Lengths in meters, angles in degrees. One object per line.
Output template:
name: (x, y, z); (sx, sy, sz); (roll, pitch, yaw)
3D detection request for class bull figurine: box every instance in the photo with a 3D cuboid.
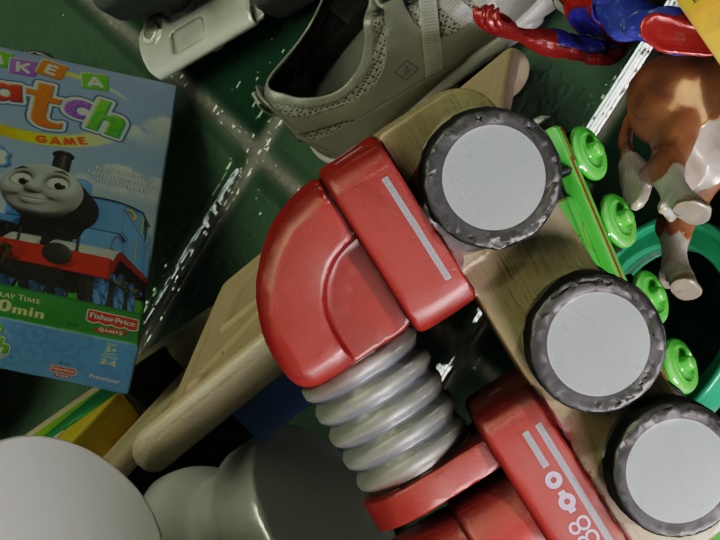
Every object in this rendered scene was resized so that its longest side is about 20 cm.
bull figurine: (0.179, -0.069, 0.829); (0.199, 0.065, 0.122); (-25, 38, 42)

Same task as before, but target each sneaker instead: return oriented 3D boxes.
sneaker: (0.031, -0.128, 0.976); (0.200, 0.082, 0.075); (-53, 49, 15)

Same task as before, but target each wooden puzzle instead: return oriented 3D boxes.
wooden puzzle: (-0.154, 0.104, 1.013); (0.185, 0.037, 0.200); (-33, 14, 35)
wooden puzzle: (0.000, 0.000, 0.921); (0.185, 0.046, 0.200); (-38, 10, 22)

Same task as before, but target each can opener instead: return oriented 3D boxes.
can opener: (-0.045, -0.155, 1.070); (0.199, 0.066, 0.053); (-24, 60, 29)

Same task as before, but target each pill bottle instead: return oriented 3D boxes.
pill bottle: (-0.157, 0.159, 0.853); (0.200, 0.112, 0.113); (-54, 47, 35)
pill bottle: (-0.084, 0.159, 0.963); (0.200, 0.116, 0.117); (-37, 55, 27)

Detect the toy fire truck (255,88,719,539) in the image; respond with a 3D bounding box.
toy fire truck: (0.007, 0.055, 0.764); (0.199, 0.129, 0.177); (-33, 95, 0)

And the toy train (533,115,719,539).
toy train: (0.101, 0.036, 0.830); (0.042, 0.056, 0.201); (-24, 90, 36)

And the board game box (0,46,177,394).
board game box: (-0.172, -0.035, 1.036); (0.201, 0.150, 0.037); (-89, 13, -50)

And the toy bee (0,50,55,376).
toy bee: (-0.208, -0.013, 1.118); (0.130, 0.109, 0.202); (-10, 89, 4)

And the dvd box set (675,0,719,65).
dvd box set: (0.215, -0.061, 0.729); (0.146, 0.200, 0.029); (-30, 15, 24)

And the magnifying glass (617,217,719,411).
magnifying glass: (0.108, 0.075, 0.887); (0.079, 0.022, 0.201); (19, 88, 43)

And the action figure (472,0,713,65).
action figure: (0.084, -0.120, 0.866); (0.200, 0.098, 0.066); (-139, 65, -84)
